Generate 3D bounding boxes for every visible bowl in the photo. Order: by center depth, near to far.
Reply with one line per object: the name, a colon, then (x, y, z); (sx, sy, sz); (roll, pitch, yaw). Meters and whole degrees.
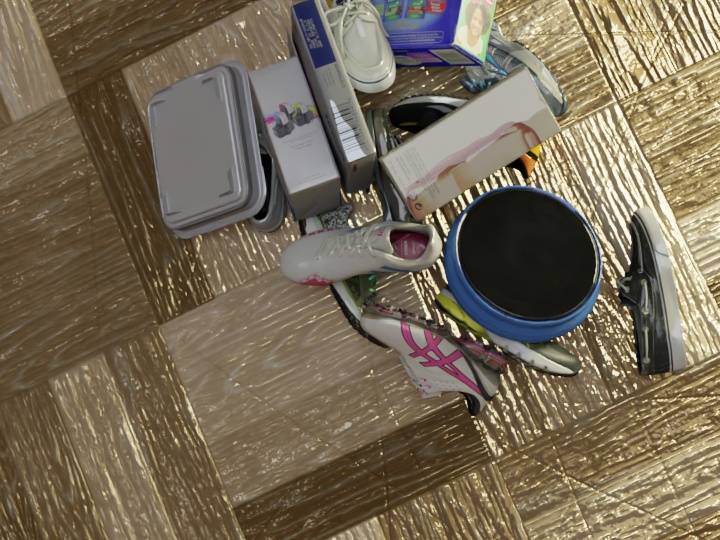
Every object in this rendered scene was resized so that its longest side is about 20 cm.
bowl: (0.199, -0.013, 1.327); (0.196, 0.040, 0.204); (3, 63, -6)

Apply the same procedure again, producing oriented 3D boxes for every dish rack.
dish rack: (-0.205, -0.154, 1.391); (0.169, 0.043, 0.204); (-15, 79, 34)

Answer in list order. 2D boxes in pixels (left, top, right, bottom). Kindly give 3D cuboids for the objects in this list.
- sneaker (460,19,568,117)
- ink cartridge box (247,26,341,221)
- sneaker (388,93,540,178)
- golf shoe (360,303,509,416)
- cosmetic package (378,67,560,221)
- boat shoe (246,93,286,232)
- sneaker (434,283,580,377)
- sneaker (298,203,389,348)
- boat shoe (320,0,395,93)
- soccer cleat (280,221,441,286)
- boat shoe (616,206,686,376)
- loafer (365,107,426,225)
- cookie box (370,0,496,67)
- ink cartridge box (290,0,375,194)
sneaker: (0.176, -0.249, 1.387); (0.200, 0.077, 0.087); (44, 96, 18)
ink cartridge box: (-0.085, -0.176, 1.333); (0.067, 0.115, 0.203); (-18, 77, -5)
sneaker: (0.129, -0.164, 1.376); (0.196, 0.070, 0.092); (7, 81, 5)
golf shoe: (0.083, 0.107, 1.326); (0.197, 0.073, 0.093); (25, 87, -13)
cosmetic package: (0.125, -0.148, 1.297); (0.198, 0.103, 0.088); (-32, 94, 3)
boat shoe: (-0.133, -0.152, 1.407); (0.072, 0.065, 0.204); (-15, 82, 5)
sneaker: (0.189, 0.058, 1.343); (0.198, 0.074, 0.086); (31, 87, 9)
sneaker: (0.000, 0.000, 1.376); (0.088, 0.077, 0.202); (-29, 83, -6)
boat shoe: (-0.012, -0.310, 1.320); (0.073, 0.087, 0.205); (-18, 59, -2)
soccer cleat: (0.000, -0.029, 1.305); (0.196, 0.087, 0.071); (-6, 73, -2)
boat shoe: (0.346, 0.026, 1.331); (0.062, 0.071, 0.204); (-10, 84, 4)
loafer: (0.052, -0.108, 1.381); (0.062, 0.072, 0.204); (-10, 92, 6)
cookie box: (0.088, -0.362, 1.366); (0.169, 0.075, 0.204); (8, 84, 40)
ink cartridge box: (-0.035, -0.199, 1.332); (0.043, 0.200, 0.200); (-20, 81, -6)
